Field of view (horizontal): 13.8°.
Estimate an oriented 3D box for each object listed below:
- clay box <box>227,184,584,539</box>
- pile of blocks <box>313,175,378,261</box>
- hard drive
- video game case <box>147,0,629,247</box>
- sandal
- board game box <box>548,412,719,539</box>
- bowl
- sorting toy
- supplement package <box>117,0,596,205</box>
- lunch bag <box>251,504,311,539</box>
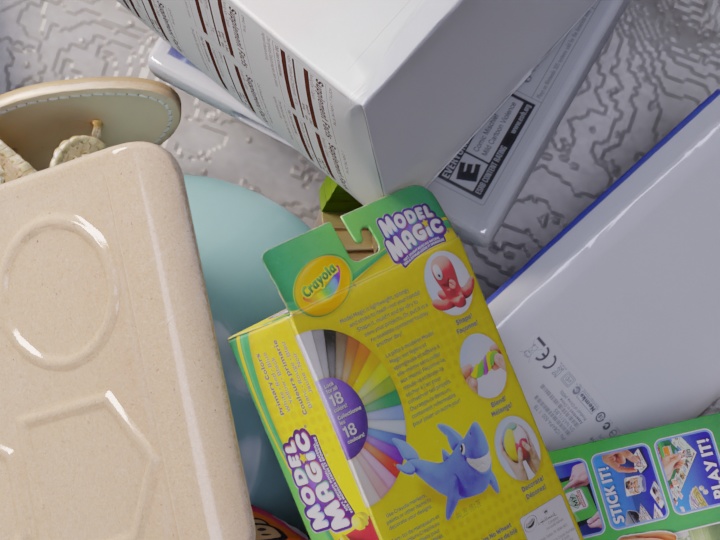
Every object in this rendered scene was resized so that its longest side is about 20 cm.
[{"bbox_3d":[0.021,0.073,1.280,0.115,0.047,0.201,-24,91,-44],"label":"clay box"},{"bbox_3d":[0.000,0.000,1.391,0.062,0.082,0.202,-2,93,-15],"label":"pile of blocks"},{"bbox_3d":[0.127,0.026,1.396,0.200,0.025,0.132,-42,129,0],"label":"hard drive"},{"bbox_3d":[0.028,-0.136,1.377,0.181,0.023,0.201,28,76,12],"label":"video game case"},{"bbox_3d":[-0.184,-0.032,1.383,0.210,0.078,0.070,-8,59,4],"label":"sandal"},{"bbox_3d":[0.139,0.172,1.349,0.134,0.029,0.201,-12,70,-10],"label":"board game box"},{"bbox_3d":[-0.098,0.062,1.355,0.199,0.105,0.202,3,100,18],"label":"bowl"},{"bbox_3d":[-0.146,0.057,1.291,0.199,0.036,0.187,-16,82,26],"label":"sorting toy"},{"bbox_3d":[-0.004,-0.169,1.301,0.200,0.147,0.191,40,79,16],"label":"supplement package"},{"bbox_3d":[-0.051,0.218,1.312,0.176,0.082,0.201,34,92,-31],"label":"lunch bag"}]
